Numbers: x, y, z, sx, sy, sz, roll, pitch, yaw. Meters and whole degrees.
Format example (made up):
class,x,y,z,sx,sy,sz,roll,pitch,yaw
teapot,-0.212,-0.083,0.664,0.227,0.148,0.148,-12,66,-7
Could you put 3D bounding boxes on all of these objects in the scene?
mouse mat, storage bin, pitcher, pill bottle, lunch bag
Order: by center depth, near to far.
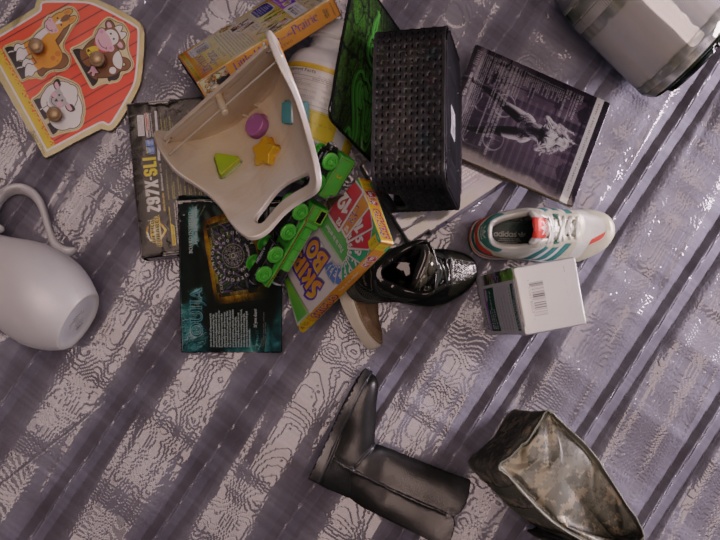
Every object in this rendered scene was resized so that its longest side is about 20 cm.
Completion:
class,x,y,z,sx,sy,sz,roll,pitch,yaw
storage bin,0.072,-0.183,1.195,0.092,0.135,0.204,-2,77,13
lunch bag,0.248,0.278,1.210,0.200,0.164,0.118,45,80,0
mouse mat,0.010,-0.249,1.219,0.007,0.161,0.204,3,74,26
pitcher,-0.418,-0.007,1.221,0.198,0.122,0.173,31,71,10
pill bottle,-0.052,-0.214,1.244,0.110,0.112,0.203,18,86,-2

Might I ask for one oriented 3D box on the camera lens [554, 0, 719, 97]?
class,x,y,z,sx,sy,sz,roll,pitch,yaw
camera lens,0.367,-0.339,1.249,0.200,0.160,0.160,43,86,0

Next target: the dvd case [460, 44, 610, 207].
class,x,y,z,sx,sy,sz,roll,pitch,yaw
dvd case,0.214,-0.190,1.275,0.197,0.016,0.151,22,84,-2

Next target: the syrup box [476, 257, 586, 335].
class,x,y,z,sx,sy,sz,roll,pitch,yaw
syrup box,0.206,0.035,1.201,0.080,0.200,0.080,-10,87,-7

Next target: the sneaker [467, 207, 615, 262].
class,x,y,z,sx,sy,sz,roll,pitch,yaw
sneaker,0.243,-0.046,1.261,0.196,0.093,0.072,-1,87,-3

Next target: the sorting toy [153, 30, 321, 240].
class,x,y,z,sx,sy,sz,roll,pitch,yaw
sorting toy,-0.121,-0.140,1.148,0.199,0.106,0.182,-35,66,22

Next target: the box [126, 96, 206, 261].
class,x,y,z,sx,sy,sz,roll,pitch,yaw
box,-0.214,-0.122,1.262,0.157,0.049,0.204,-7,89,-1

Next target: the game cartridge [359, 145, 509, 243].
class,x,y,z,sx,sy,sz,roll,pitch,yaw
game cartridge,0.113,-0.139,1.289,0.198,0.038,0.131,-33,93,-5

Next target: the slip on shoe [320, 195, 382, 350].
class,x,y,z,sx,sy,sz,roll,pitch,yaw
slip on shoe,0.000,0.000,1.255,0.060,0.076,0.203,-19,81,11

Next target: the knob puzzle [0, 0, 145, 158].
class,x,y,z,sx,sy,sz,roll,pitch,yaw
knob puzzle,-0.373,-0.274,1.270,0.215,0.030,0.224,0,87,-3

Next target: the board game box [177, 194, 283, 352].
class,x,y,z,sx,sy,sz,roll,pitch,yaw
board game box,-0.165,0.006,1.234,0.133,0.028,0.204,1,106,-6

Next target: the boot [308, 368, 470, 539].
class,x,y,z,sx,sy,sz,roll,pitch,yaw
boot,0.054,0.242,1.249,0.198,0.066,0.167,26,95,2

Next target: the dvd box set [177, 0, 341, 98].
class,x,y,z,sx,sy,sz,roll,pitch,yaw
dvd box set,-0.132,-0.298,1.232,0.198,0.146,0.030,-33,121,-4

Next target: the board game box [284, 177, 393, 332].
class,x,y,z,sx,sy,sz,roll,pitch,yaw
board game box,-0.038,-0.014,1.201,0.030,0.200,0.097,7,50,-37

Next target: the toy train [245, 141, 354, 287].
class,x,y,z,sx,sy,sz,roll,pitch,yaw
toy train,-0.074,-0.065,1.188,0.056,0.042,0.202,19,107,-43

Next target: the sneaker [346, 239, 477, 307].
class,x,y,z,sx,sy,sz,roll,pitch,yaw
sneaker,0.087,0.006,1.214,0.197,0.114,0.078,1,84,-34
